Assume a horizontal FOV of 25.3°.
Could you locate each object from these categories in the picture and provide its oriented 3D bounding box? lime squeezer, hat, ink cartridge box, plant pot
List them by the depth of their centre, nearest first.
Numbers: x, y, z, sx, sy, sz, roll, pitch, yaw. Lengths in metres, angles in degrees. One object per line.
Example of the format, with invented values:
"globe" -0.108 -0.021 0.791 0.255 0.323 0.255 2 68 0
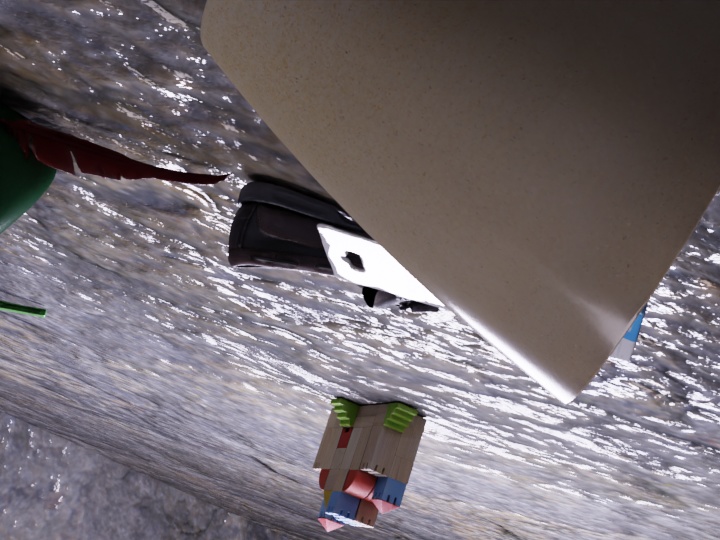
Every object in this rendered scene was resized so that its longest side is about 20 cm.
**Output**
"plant pot" 0.043 -0.078 0.637 0.199 0.188 0.187 30 166 4
"ink cartridge box" 0.081 -0.014 0.986 0.199 0.068 0.116 15 165 9
"hat" -0.236 -0.101 1.152 0.201 0.176 0.165 60 158 -7
"lime squeezer" -0.455 0.016 1.815 0.199 0.038 0.071 29 131 -32

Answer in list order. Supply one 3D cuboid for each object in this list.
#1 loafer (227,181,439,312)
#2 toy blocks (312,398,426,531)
"loafer" 0.000 0.000 1.140 0.199 0.063 0.072 21 165 -10
"toy blocks" 0.000 0.225 1.799 0.099 0.138 0.200 24 164 -22
